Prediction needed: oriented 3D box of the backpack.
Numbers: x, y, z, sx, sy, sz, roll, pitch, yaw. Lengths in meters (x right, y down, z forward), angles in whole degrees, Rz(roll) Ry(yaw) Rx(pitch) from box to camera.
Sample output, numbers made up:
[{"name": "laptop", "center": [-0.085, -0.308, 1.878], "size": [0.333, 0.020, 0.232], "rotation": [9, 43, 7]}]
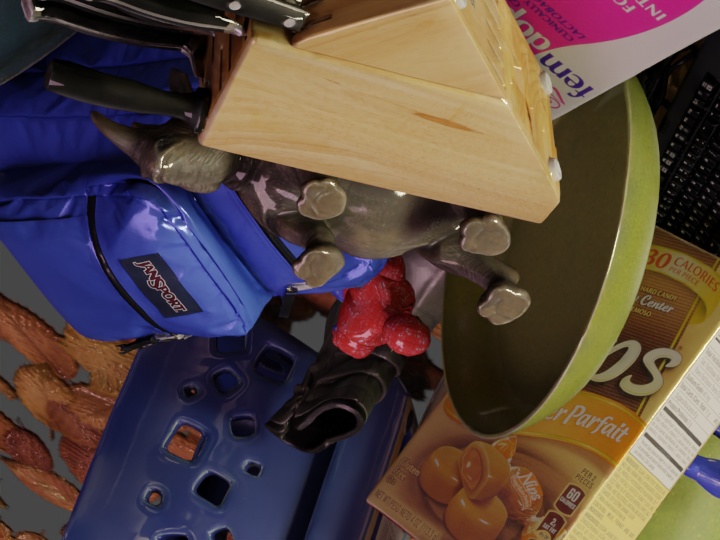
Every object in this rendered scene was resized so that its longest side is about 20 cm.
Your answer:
[{"name": "backpack", "center": [-0.069, -0.050, 0.957], "size": [0.200, 0.168, 0.163], "rotation": [-5, 141, 32]}]

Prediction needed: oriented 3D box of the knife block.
[{"name": "knife block", "center": [-0.029, -0.080, 0.772], "size": [0.175, 0.064, 0.200], "rotation": [-14, 144, 18]}]

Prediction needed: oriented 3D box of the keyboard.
[{"name": "keyboard", "center": [0.157, -0.054, 0.928], "size": [0.104, 0.040, 0.200], "rotation": [44, 158, 13]}]

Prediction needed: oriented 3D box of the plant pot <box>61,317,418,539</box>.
[{"name": "plant pot", "center": [-0.062, 0.152, 1.270], "size": [0.180, 0.200, 0.200], "rotation": [12, 154, 14]}]

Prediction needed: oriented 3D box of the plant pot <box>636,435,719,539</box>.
[{"name": "plant pot", "center": [0.160, 0.138, 1.094], "size": [0.200, 0.190, 0.200], "rotation": [20, 148, 13]}]

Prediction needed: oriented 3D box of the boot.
[{"name": "boot", "center": [0.021, 0.038, 1.111], "size": [0.068, 0.131, 0.200], "rotation": [34, 148, -11]}]

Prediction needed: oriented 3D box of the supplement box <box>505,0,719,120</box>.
[{"name": "supplement box", "center": [0.090, -0.143, 0.827], "size": [0.101, 0.103, 0.200], "rotation": [37, 149, -17]}]

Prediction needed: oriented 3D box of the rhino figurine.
[{"name": "rhino figurine", "center": [-0.021, -0.038, 0.828], "size": [0.200, 0.087, 0.060], "rotation": [14, 120, -19]}]

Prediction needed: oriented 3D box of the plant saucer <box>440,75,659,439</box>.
[{"name": "plant saucer", "center": [0.092, -0.015, 0.917], "size": [0.031, 0.200, 0.200], "rotation": [13, 153, -18]}]

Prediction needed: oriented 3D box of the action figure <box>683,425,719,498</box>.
[{"name": "action figure", "center": [0.145, 0.080, 1.005], "size": [0.200, 0.065, 0.052], "rotation": [9, 152, 33]}]

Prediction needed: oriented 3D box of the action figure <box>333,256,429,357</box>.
[{"name": "action figure", "center": [0.000, 0.000, 1.038], "size": [0.052, 0.065, 0.200], "rotation": [22, -166, -20]}]

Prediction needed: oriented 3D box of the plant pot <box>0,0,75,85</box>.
[{"name": "plant pot", "center": [-0.243, -0.199, 0.934], "size": [0.200, 0.200, 0.196], "rotation": [1, 132, 37]}]

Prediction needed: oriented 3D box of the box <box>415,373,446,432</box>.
[{"name": "box", "center": [0.083, 0.155, 1.293], "size": [0.082, 0.068, 0.200], "rotation": [17, 146, 17]}]

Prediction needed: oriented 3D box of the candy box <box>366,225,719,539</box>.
[{"name": "candy box", "center": [0.108, 0.071, 0.965], "size": [0.115, 0.200, 0.055], "rotation": [32, 174, 45]}]
